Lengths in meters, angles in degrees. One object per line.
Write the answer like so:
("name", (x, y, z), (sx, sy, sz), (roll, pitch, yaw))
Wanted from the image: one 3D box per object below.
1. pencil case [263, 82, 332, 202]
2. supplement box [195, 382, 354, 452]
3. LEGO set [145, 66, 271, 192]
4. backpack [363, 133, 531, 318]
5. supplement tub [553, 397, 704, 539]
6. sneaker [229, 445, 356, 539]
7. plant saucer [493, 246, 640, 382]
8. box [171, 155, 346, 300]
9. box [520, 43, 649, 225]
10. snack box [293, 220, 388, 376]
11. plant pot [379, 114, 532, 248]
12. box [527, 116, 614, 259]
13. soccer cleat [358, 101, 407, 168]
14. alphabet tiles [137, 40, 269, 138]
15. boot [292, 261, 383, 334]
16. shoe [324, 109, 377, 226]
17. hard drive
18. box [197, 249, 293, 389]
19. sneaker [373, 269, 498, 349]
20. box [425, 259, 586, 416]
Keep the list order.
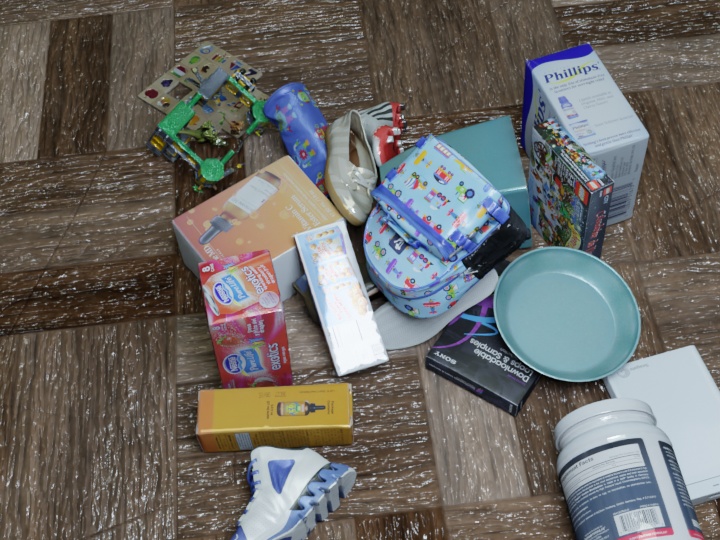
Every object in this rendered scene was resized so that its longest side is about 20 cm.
("pencil case", (-0.074, -0.184, 1.570), (0.078, 0.087, 0.200), (-15, 71, -46))
("supplement box", (-0.108, 0.191, 1.342), (0.200, 0.069, 0.067), (-4, 55, 3))
("LEGO set", (-0.240, -0.217, 1.628), (0.154, 0.116, 0.200), (34, 68, -13))
("backpack", (0.087, -0.049, 1.338), (0.200, 0.135, 0.183), (-44, 61, 6))
("supplement tub", (0.311, 0.267, 1.217), (0.140, 0.140, 0.200), (-8, 55, -2))
("sneaker", (-0.112, 0.285, 1.275), (0.115, 0.081, 0.199), (34, 56, 28))
("plant saucer", (0.272, 0.063, 1.385), (0.200, 0.036, 0.200), (3, 62, -6))
("box", (-0.140, -0.043, 1.484), (0.200, 0.106, 0.152), (-32, 59, -19))
("box", (0.320, -0.191, 1.515), (0.105, 0.184, 0.200), (-16, 55, -6))
("snack box", (-0.027, 0.037, 1.392), (0.072, 0.024, 0.200), (-17, 83, -7))
("plant pot", (0.134, -0.110, 1.499), (0.200, 0.141, 0.141), (-10, 54, 5))
("box", (0.285, -0.097, 1.439), (0.038, 0.200, 0.137), (-26, 57, -12))
("soccer cleat", (0.023, -0.205, 1.589), (0.085, 0.069, 0.200), (-6, 30, 11))
("alphabet tiles", (-0.243, -0.295, 1.729), (0.200, 0.008, 0.167), (33, 63, 23))
("boot", (0.000, 0.000, 1.450), (0.200, 0.075, 0.097), (-41, 84, -21))
("shoe", (-0.013, -0.150, 1.482), (0.053, 0.070, 0.200), (-37, 44, 31))
("hard drive", (0.411, 0.198, 1.329), (0.132, 0.027, 0.200), (-14, 55, -7))
("box", (-0.146, 0.076, 1.342), (0.095, 0.200, 0.100), (-11, 55, -7))
("sneaker", (0.093, 0.032, 1.448), (0.200, 0.074, 0.116), (-28, 23, 8))
("box", (0.199, 0.086, 1.416), (0.143, 0.036, 0.200), (27, 61, 20))
